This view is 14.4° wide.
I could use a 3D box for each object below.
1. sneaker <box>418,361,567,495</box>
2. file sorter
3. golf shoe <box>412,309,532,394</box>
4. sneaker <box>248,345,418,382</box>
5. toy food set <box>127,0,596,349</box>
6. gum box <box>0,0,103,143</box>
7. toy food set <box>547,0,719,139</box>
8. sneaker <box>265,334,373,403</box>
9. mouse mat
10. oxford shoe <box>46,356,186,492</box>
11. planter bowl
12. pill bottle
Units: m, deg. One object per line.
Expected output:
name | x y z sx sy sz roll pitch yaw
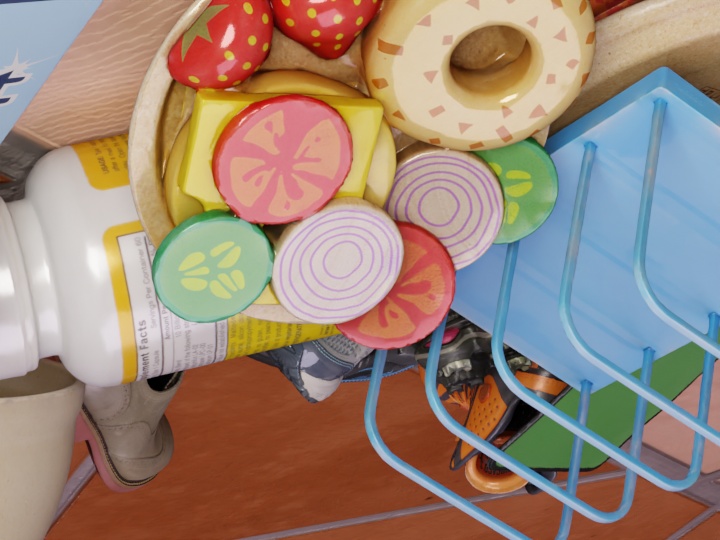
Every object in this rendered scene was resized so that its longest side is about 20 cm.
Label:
sneaker | 0.071 0.077 1.661 0.077 0.113 0.200 15 163 -11
file sorter | 0.113 0.028 1.307 0.138 0.123 0.200 33 140 -24
golf shoe | 0.118 -0.002 1.547 0.199 0.089 0.077 -14 161 -3
sneaker | -0.027 0.036 1.561 0.082 0.074 0.199 -26 159 31
toy food set | -0.002 -0.055 1.214 0.199 0.049 0.199 0 121 -23
gum box | -0.202 -0.085 1.101 0.169 0.045 0.200 -7 160 -30
toy food set | 0.152 -0.102 1.337 0.197 0.049 0.200 -1 157 -40
sneaker | 0.000 0.000 1.443 0.086 0.078 0.200 -36 -177 22
mouse mat | 0.166 0.043 1.546 0.200 0.008 0.161 -46 158 17
oxford shoe | -0.125 0.073 1.591 0.074 0.071 0.200 -23 162 3
planter bowl | -0.235 0.111 1.361 0.199 0.136 0.200 4 -173 0
pill bottle | -0.089 -0.010 1.310 0.199 0.113 0.113 -13 162 -13
